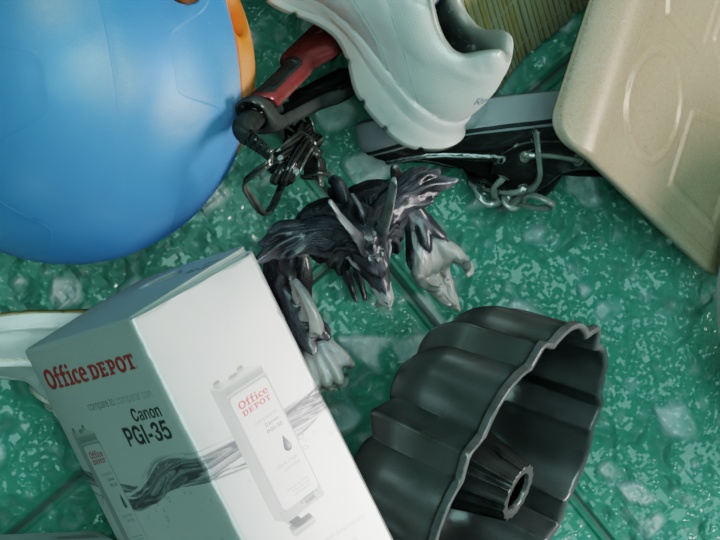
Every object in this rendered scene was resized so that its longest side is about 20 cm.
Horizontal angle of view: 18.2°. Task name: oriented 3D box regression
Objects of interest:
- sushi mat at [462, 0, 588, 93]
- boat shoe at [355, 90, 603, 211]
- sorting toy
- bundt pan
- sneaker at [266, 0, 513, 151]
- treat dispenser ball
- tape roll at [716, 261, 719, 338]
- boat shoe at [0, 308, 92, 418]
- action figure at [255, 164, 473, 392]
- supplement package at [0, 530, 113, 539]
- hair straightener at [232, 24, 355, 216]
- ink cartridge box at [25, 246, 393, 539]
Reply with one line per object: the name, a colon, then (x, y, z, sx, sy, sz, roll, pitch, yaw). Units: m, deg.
sushi mat: (0.084, -0.177, 1.256, 0.012, 0.200, 0.096, 38, 77, 27)
boat shoe: (0.094, -0.068, 1.305, 0.198, 0.074, 0.069, -6, 93, -25)
sorting toy: (0.185, -0.116, 1.287, 0.200, 0.036, 0.186, 34, 70, -46)
bundt pan: (0.055, 0.107, 1.233, 0.075, 0.202, 0.203, 24, 82, 23)
sneaker: (0.003, -0.159, 1.198, 0.200, 0.087, 0.075, 44, 40, -6)
treat dispenser ball: (-0.156, -0.104, 1.199, 0.200, 0.201, 0.202, 1, 86, -9)
tape roll: (0.322, 0.018, 1.277, 0.202, 0.139, 0.204, 0, 90, -23)
boat shoe: (-0.150, 0.058, 1.256, 0.199, 0.071, 0.070, -1, 85, -10)
action figure: (0.000, 0.000, 1.218, 0.118, 0.200, 0.102, -27, 90, -10)
supplement package: (-0.186, 0.246, 1.215, 0.109, 0.114, 0.201, -1, 88, -12)
hair straightener: (-0.024, -0.080, 1.217, 0.041, 0.200, 0.077, -8, 111, 18)
ink cartridge box: (-0.075, 0.103, 1.165, 0.083, 0.146, 0.201, -30, 97, -31)
